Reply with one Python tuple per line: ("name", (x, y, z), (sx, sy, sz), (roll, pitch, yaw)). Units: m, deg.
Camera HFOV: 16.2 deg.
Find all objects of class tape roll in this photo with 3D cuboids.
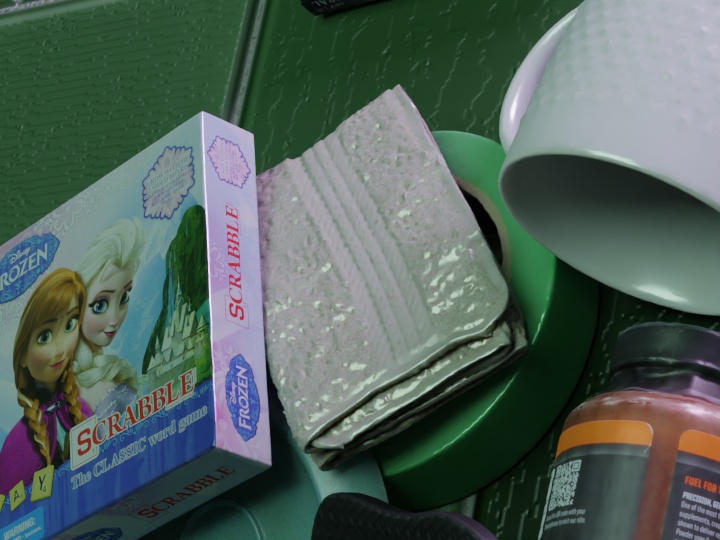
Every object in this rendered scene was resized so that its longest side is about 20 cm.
("tape roll", (0.029, 0.025, 1.338), (0.200, 0.048, 0.201), (-20, 53, 30))

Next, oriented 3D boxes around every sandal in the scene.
("sandal", (0.037, 0.142, 1.168), (0.200, 0.045, 0.076), (18, 101, 64))

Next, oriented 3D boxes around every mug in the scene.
("mug", (0.149, -0.091, 1.244), (0.199, 0.148, 0.176), (2, 59, 49))

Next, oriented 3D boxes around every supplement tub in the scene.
("supplement tub", (0.133, 0.128, 1.151), (0.107, 0.107, 0.201), (-3, 64, 38))

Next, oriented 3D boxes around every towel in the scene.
("towel", (0.000, 0.000, 1.302), (0.132, 0.035, 0.200), (-32, 46, 6))

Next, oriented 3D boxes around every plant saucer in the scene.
("plant saucer", (-0.066, 0.151, 1.315), (0.199, 0.027, 0.201), (-8, 78, 41))

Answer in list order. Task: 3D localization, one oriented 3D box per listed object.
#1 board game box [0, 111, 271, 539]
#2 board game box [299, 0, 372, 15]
("board game box", (-0.132, 0.046, 1.344), (0.200, 0.041, 0.200), (-31, 50, 35))
("board game box", (0.055, -0.231, 1.481), (0.199, 0.028, 0.136), (-10, 60, 34))
